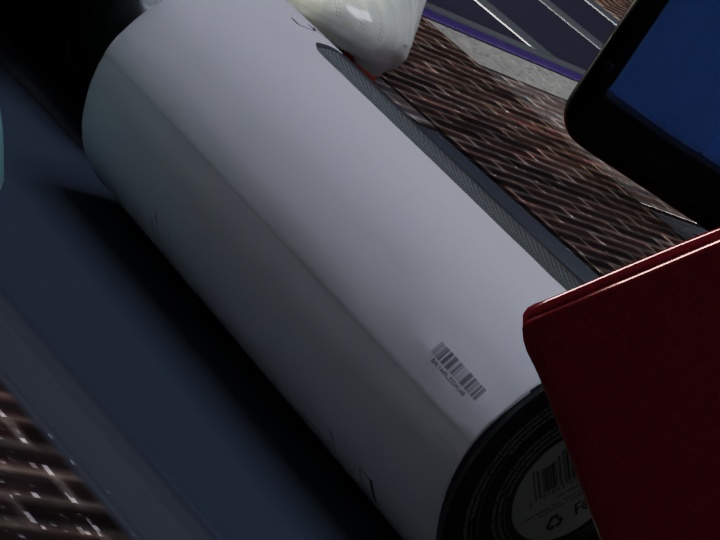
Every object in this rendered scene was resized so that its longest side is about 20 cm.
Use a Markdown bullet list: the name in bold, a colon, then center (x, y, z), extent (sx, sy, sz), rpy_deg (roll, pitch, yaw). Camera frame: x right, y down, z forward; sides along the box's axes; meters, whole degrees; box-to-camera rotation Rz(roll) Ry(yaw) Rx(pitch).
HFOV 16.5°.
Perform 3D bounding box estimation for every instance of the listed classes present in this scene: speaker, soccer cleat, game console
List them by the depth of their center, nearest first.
- **speaker**: center (0.000, 0.000, 0.683), extent (0.081, 0.081, 0.200), rpy_deg (19, 20, -45)
- **soccer cleat**: center (-0.102, -0.105, 0.855), extent (0.081, 0.068, 0.200), rpy_deg (4, 28, -15)
- **soccer cleat**: center (0.005, -0.140, 1.149), extent (0.069, 0.078, 0.200), rpy_deg (33, 15, -3)
- **game console**: center (0.223, -0.093, 1.194), extent (0.118, 0.200, 0.172), rpy_deg (23, 18, -32)

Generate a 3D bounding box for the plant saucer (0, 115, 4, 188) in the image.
- **plant saucer**: center (-0.175, -0.087, 0.672), extent (0.200, 0.036, 0.200), rpy_deg (31, 15, -9)

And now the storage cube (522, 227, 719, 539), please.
- **storage cube**: center (0.166, 0.051, 0.552), extent (0.171, 0.179, 0.201), rpy_deg (-6, 74, -68)
